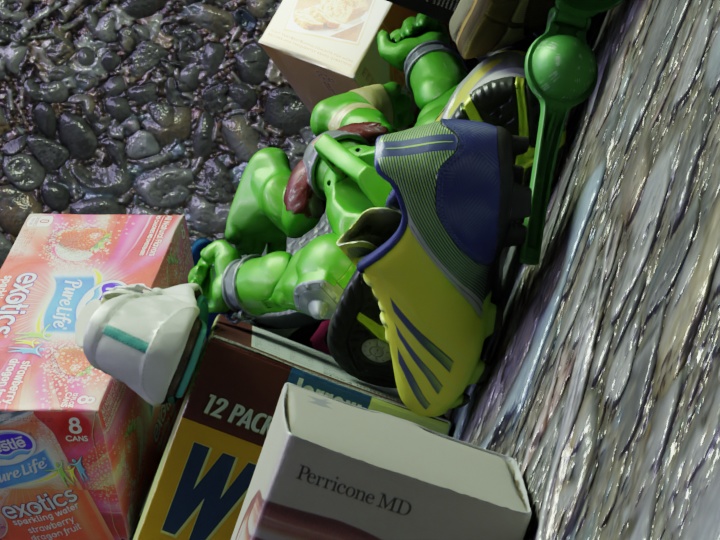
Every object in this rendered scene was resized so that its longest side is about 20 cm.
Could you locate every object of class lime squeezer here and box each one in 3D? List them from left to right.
[{"bbox_3d":[0.106,-0.103,1.136,0.071,0.038,0.201,47,123,50],"label":"lime squeezer"}]

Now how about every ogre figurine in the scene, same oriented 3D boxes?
[{"bbox_3d":[-0.003,-0.044,1.334,0.120,0.200,0.098,37,155,55],"label":"ogre figurine"}]

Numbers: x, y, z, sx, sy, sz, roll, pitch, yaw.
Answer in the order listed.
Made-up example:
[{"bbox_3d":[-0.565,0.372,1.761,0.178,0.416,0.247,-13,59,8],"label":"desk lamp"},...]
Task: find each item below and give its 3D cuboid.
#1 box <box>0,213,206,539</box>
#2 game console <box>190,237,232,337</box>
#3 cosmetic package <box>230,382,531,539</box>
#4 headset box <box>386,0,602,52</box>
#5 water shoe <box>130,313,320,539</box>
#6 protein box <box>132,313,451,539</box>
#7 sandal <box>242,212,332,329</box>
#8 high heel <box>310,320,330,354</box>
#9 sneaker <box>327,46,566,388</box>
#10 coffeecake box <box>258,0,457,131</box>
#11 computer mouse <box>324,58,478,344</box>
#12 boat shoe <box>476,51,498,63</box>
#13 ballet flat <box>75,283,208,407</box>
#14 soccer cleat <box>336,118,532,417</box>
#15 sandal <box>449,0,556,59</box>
[{"bbox_3d":[-0.161,0.058,1.407,0.200,0.102,0.095,-71,-22,-55],"label":"box"},{"bbox_3d":[-0.135,0.081,1.606,0.170,0.118,0.201,9,78,56],"label":"game console"},{"bbox_3d":[-0.015,0.158,0.951,0.087,0.103,0.201,-100,28,-80],"label":"cosmetic package"},{"bbox_3d":[0.037,-0.200,1.297,0.174,0.199,0.093,-81,11,-69],"label":"headset box"},{"bbox_3d":[-0.074,0.090,1.498,0.200,0.079,0.071,-48,17,-7],"label":"water shoe"},{"bbox_3d":[-0.051,0.143,1.353,0.200,0.134,0.199,-143,73,-87],"label":"protein box"},{"bbox_3d":[0.000,0.001,1.414,0.199,0.043,0.076,-4,59,43],"label":"sandal"},{"bbox_3d":[-0.003,-0.023,1.585,0.200,0.067,0.096,-39,-37,-26],"label":"high heel"},{"bbox_3d":[0.049,-0.023,1.252,0.200,0.075,0.077,-57,8,29],"label":"sneaker"},{"bbox_3d":[0.036,-0.180,1.528,0.201,0.073,0.154,-62,-26,-12],"label":"coffeecake box"},{"bbox_3d":[0.052,-0.032,1.541,0.201,0.046,0.140,-66,-16,7],"label":"computer mouse"},{"bbox_3d":[0.080,-0.140,1.416,0.072,0.067,0.201,115,172,-46],"label":"boat shoe"},{"bbox_3d":[-0.113,0.032,1.273,0.200,0.069,0.070,163,126,-87],"label":"ballet flat"},{"bbox_3d":[0.028,-0.001,1.161,0.201,0.083,0.065,100,172,-53],"label":"soccer cleat"},{"bbox_3d":[0.087,-0.174,1.151,0.054,0.080,0.200,60,146,19],"label":"sandal"}]
